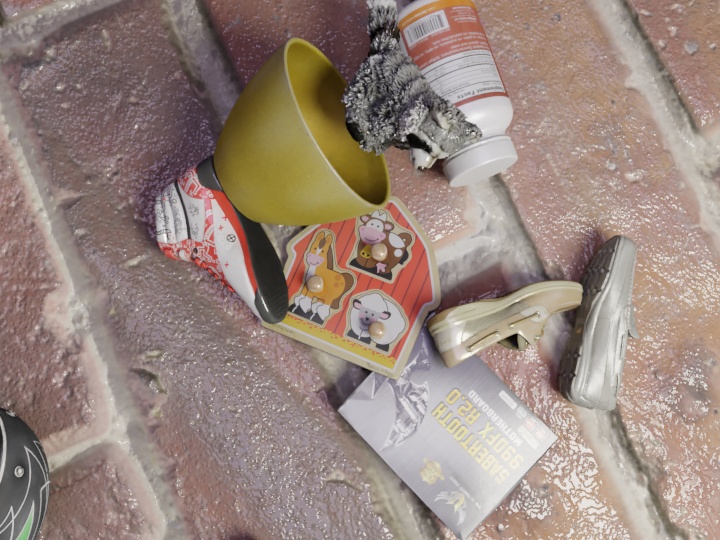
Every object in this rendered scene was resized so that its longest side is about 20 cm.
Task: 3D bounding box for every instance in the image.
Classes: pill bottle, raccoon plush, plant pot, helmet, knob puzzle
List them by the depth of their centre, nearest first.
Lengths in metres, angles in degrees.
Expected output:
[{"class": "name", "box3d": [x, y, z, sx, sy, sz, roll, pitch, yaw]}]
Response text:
[{"class": "helmet", "box3d": [-0.416, 0.237, 0.684, 0.199, 0.190, 0.202, 8, 102, 40]}, {"class": "raccoon plush", "box3d": [0.054, -0.203, 0.705, 0.096, 0.133, 0.202, -15, 101, -45]}, {"class": "plant pot", "box3d": [-0.077, -0.128, 0.754, 0.141, 0.200, 0.202, -26, 83, 22]}, {"class": "knob puzzle", "box3d": [0.000, 0.000, 0.779, 0.217, 0.030, 0.222, -3, 71, 10]}, {"class": "pill bottle", "box3d": [0.110, -0.207, 0.792, 0.111, 0.112, 0.202, -18, 83, -3]}]

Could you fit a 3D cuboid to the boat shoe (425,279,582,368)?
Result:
[{"class": "boat shoe", "box3d": [0.169, 0.060, 0.757, 0.198, 0.072, 0.065, -12, 72, -24]}]

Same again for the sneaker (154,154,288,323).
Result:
[{"class": "sneaker", "box3d": [-0.163, -0.019, 0.778, 0.107, 0.067, 0.203, -26, 87, 22]}]

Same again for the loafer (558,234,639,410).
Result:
[{"class": "loafer", "box3d": [0.286, 0.060, 0.784, 0.069, 0.070, 0.202, 16, 88, -6]}]

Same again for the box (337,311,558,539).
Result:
[{"class": "box", "box3d": [0.096, 0.172, 0.771, 0.158, 0.048, 0.200, -44, 85, -7]}]
